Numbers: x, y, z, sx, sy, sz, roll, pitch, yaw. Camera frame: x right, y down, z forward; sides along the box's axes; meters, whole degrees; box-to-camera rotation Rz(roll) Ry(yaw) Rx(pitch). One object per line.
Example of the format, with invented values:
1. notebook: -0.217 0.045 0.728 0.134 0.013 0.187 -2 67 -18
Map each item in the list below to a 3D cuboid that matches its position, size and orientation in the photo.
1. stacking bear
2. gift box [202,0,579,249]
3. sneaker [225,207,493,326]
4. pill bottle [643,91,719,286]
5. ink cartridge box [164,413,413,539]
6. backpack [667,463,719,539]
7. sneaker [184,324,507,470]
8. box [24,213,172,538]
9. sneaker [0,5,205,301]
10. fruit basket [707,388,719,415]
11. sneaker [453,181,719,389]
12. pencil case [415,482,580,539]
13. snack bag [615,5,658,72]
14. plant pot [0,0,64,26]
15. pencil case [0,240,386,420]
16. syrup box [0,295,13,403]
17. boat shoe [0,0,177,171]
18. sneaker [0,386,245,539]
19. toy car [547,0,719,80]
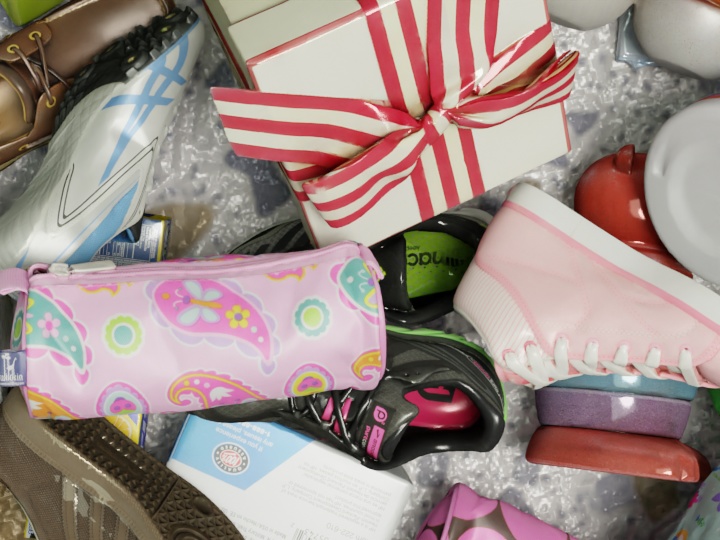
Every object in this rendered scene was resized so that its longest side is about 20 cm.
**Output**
1. stacking bear: 0.166 0.025 0.908 0.113 0.121 0.202 4 83 20
2. gift box: 0.000 -0.134 0.802 0.184 0.187 0.200 -28 141 -1
3. sneaker: 0.000 0.000 0.898 0.198 0.087 0.074 -8 95 -4
4. pill bottle: 0.271 -0.071 0.872 0.199 0.112 0.113 -25 97 -37
5. ink cartridge box: -0.074 0.190 0.905 0.144 0.085 0.201 24 90 -5
6. backpack: 0.253 0.204 0.833 0.177 0.151 0.201 32 87 -12
7. sneaker: -0.005 0.068 0.833 0.198 0.084 0.077 3 115 -15
8. box: -0.160 0.063 0.896 0.064 0.070 0.202 8 93 -4
9. sneaker: -0.143 -0.064 0.836 0.072 0.072 0.201 42 66 -35
10. fruit basket: 0.339 0.041 0.913 0.214 0.156 0.217 1 109 4
11. sneaker: 0.139 0.041 0.818 0.200 0.075 0.105 34 84 27
12. pencil case: 0.122 0.217 0.926 0.199 0.091 0.094 25 60 -6
13. snack bag: 0.261 -0.227 0.941 0.187 0.021 0.202 1 97 -5
14. plant pot: -0.168 -0.279 0.815 0.181 0.199 0.201 -32 95 -9
15. pencil case: -0.086 0.030 0.765 0.198 0.087 0.088 -4 94 -8
16. syrup box: -0.252 -0.006 0.837 0.078 0.082 0.201 -4 125 -5
17. boat shoe: -0.196 -0.110 0.882 0.199 0.068 0.072 -33 96 -2
18. sneaker: -0.138 0.151 0.837 0.200 0.070 0.076 43 112 6
19. toy car: 0.190 -0.215 0.851 0.199 0.150 0.176 21 96 -5
